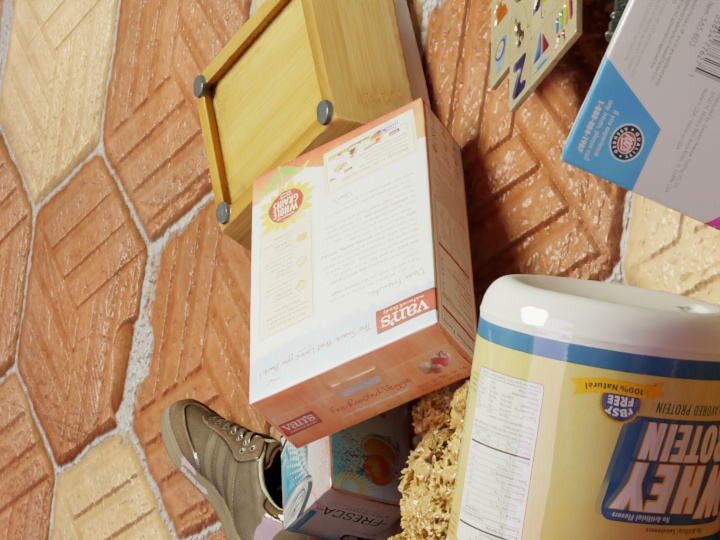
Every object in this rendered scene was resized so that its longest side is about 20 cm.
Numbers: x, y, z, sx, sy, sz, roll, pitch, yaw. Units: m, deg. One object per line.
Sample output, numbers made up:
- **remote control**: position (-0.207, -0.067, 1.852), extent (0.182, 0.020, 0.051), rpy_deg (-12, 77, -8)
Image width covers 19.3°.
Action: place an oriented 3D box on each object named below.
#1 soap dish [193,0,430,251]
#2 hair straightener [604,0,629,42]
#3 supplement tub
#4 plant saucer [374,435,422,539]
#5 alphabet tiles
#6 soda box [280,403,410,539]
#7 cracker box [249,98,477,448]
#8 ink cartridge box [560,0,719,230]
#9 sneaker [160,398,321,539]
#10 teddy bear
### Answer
- **soap dish**: position (-0.039, -0.117, 1.490), extent (0.200, 0.081, 0.158), rpy_deg (-41, 52, 47)
- **hair straightener**: position (0.158, -0.157, 1.144), extent (0.200, 0.041, 0.077), rpy_deg (-123, 40, -79)
- **supplement tub**: position (0.123, 0.110, 1.134), extent (0.145, 0.144, 0.200), rpy_deg (17, 101, 58)
- **plant saucer**: position (0.057, 0.201, 1.338), extent (0.200, 0.029, 0.200), rpy_deg (-11, 77, 57)
- **alphabet tiles**: position (0.112, -0.203, 1.271), extent (0.166, 0.006, 0.200), rpy_deg (129, 148, -60)
- **soda box**: position (-0.013, 0.077, 1.404), extent (0.068, 0.063, 0.200), rpy_deg (-47, 36, 45)
- **cracker box**: position (0.000, 0.000, 1.330), extent (0.134, 0.058, 0.200), rpy_deg (-24, 41, 22)
- **ink cartridge box**: position (0.213, -0.072, 1.028), extent (0.068, 0.200, 0.115), rpy_deg (-59, -7, -63)
- **sneaker**: position (-0.078, 0.146, 1.548), extent (0.076, 0.070, 0.200), rpy_deg (-52, 44, 14)
- **teddy bear**: position (0.049, 0.161, 1.267), extent (0.145, 0.067, 0.200), rpy_deg (25, 106, 59)
